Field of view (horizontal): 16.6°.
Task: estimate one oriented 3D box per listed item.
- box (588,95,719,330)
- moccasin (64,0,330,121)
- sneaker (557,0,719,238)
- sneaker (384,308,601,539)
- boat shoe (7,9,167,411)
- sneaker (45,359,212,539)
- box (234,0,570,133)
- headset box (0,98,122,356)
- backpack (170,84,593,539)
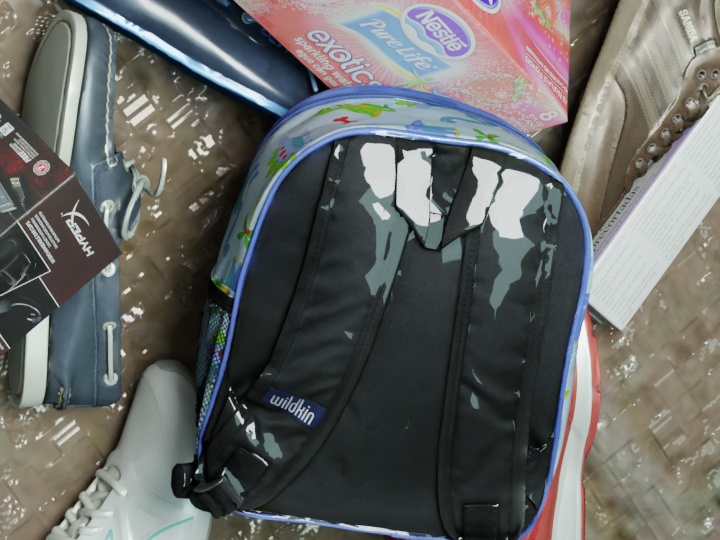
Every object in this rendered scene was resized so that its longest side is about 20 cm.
[{"bbox_3d":[0.180,-0.060,1.357,0.041,0.039,0.200,38,85,-22],"label":"box"},{"bbox_3d":[-0.061,-0.124,1.227,0.199,0.080,0.068,30,88,-24],"label":"moccasin"},{"bbox_3d":[0.160,-0.099,1.313,0.075,0.070,0.201,20,90,5],"label":"sneaker"},{"bbox_3d":[0.061,0.085,1.316,0.115,0.078,0.201,-7,101,-22],"label":"sneaker"},{"bbox_3d":[-0.135,-0.027,1.218,0.062,0.075,0.201,2,100,-20],"label":"boat shoe"},{"bbox_3d":[-0.124,0.143,1.257,0.080,0.070,0.201,9,97,-20],"label":"sneaker"},{"bbox_3d":[0.016,-0.148,1.186,0.200,0.094,0.103,41,45,-46],"label":"box"},{"bbox_3d":[-0.236,-0.005,1.136,0.200,0.149,0.077,-40,148,-11],"label":"headset box"},{"bbox_3d":[0.014,0.014,1.195,0.182,0.147,0.201,10,109,-8],"label":"backpack"}]
